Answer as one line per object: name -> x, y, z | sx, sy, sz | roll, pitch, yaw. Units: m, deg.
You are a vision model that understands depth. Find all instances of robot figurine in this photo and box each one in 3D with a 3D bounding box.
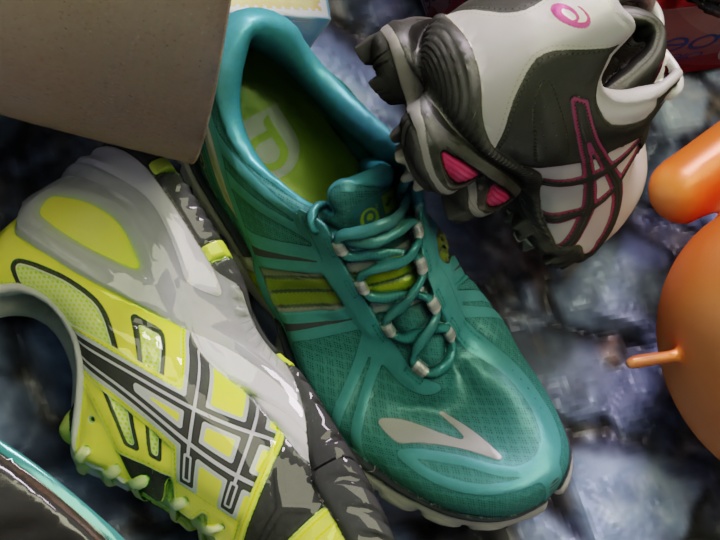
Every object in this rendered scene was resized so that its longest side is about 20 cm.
robot figurine -> 0.184, 0.005, 0.922 | 0.200, 0.117, 0.144 | -37, 108, -35

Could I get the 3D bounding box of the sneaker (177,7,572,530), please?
sneaker -> 0.000, 0.000, 0.854 | 0.077, 0.080, 0.200 | -33, 81, -20

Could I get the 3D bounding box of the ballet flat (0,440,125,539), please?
ballet flat -> -0.153, 0.057, 0.773 | 0.200, 0.068, 0.068 | 41, 65, 10

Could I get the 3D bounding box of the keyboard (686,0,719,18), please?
keyboard -> 0.082, -0.147, 0.893 | 0.200, 0.021, 0.127 | -11, 90, -47

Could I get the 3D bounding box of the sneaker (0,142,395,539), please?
sneaker -> -0.051, 0.057, 0.823 | 0.076, 0.075, 0.200 | -31, 79, -12

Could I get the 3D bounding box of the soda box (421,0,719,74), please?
soda box -> 0.122, -0.117, 0.982 | 0.200, 0.063, 0.070 | -9, 71, -28

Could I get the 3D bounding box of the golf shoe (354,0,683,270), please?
golf shoe -> 0.076, -0.052, 0.868 | 0.077, 0.088, 0.200 | 67, 18, 11

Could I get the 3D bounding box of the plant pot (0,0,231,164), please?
plant pot -> -0.139, -0.136, 0.772 | 0.200, 0.187, 0.188 | 6, 63, -9

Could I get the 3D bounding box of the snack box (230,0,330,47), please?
snack box -> -0.114, -0.135, 0.896 | 0.200, 0.037, 0.116 | 0, 67, -25
